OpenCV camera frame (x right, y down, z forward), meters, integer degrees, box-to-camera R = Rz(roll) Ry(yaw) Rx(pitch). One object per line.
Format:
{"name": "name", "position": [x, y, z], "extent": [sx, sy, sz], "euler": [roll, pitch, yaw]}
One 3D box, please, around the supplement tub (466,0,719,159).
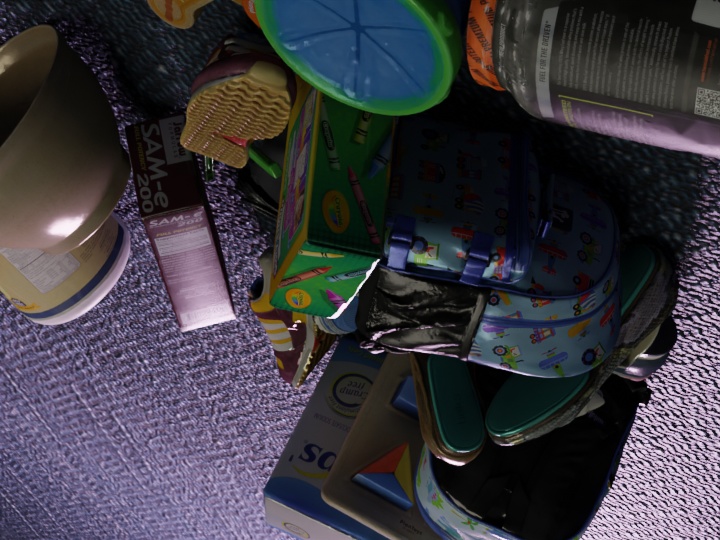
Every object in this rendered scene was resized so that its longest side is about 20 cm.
{"name": "supplement tub", "position": [0.171, -0.139, 0.828], "extent": [0.198, 0.123, 0.123], "euler": [16, 150, 22]}

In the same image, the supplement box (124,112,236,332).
{"name": "supplement box", "position": [-0.167, -0.041, 1.306], "extent": [0.060, 0.110, 0.201], "euler": [-13, 148, -4]}

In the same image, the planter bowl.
{"name": "planter bowl", "position": [-0.292, -0.098, 1.244], "extent": [0.199, 0.202, 0.135], "euler": [-5, 142, 47]}

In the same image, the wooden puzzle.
{"name": "wooden puzzle", "position": [0.081, 0.181, 1.365], "extent": [0.184, 0.201, 0.046], "euler": [29, 149, -2]}

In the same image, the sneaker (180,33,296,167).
{"name": "sneaker", "position": [-0.090, -0.145, 1.048], "extent": [0.074, 0.091, 0.200], "euler": [19, 166, -16]}

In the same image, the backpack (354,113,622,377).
{"name": "backpack", "position": [0.107, -0.016, 1.041], "extent": [0.198, 0.184, 0.135], "euler": [13, 134, 3]}

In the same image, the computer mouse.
{"name": "computer mouse", "position": [-0.050, -0.074, 1.214], "extent": [0.137, 0.053, 0.200], "euler": [27, 152, 4]}

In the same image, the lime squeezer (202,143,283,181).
{"name": "lime squeezer", "position": [-0.117, -0.114, 1.212], "extent": [0.071, 0.038, 0.200], "euler": [46, 165, -18]}

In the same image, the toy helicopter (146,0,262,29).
{"name": "toy helicopter", "position": [-0.109, -0.223, 0.998], "extent": [0.132, 0.079, 0.199], "euler": [41, 153, -21]}

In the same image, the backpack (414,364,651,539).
{"name": "backpack", "position": [0.143, 0.171, 1.280], "extent": [0.181, 0.201, 0.147], "euler": [26, 148, 3]}

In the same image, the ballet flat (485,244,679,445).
{"name": "ballet flat", "position": [0.185, 0.072, 1.108], "extent": [0.072, 0.201, 0.072], "euler": [41, -179, -1]}

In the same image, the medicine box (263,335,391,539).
{"name": "medicine box", "position": [0.021, 0.202, 1.452], "extent": [0.180, 0.201, 0.103], "euler": [22, 152, 11]}

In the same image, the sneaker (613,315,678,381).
{"name": "sneaker", "position": [0.167, 0.043, 1.192], "extent": [0.198, 0.071, 0.082], "euler": [25, 150, 10]}

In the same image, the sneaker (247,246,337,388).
{"name": "sneaker", "position": [-0.072, 0.044, 1.425], "extent": [0.090, 0.075, 0.201], "euler": [32, 147, 10]}

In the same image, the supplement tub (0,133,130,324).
{"name": "supplement tub", "position": [-0.344, -0.056, 1.415], "extent": [0.143, 0.145, 0.200], "euler": [2, 142, 41]}

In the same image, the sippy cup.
{"name": "sippy cup", "position": [0.020, -0.191, 0.870], "extent": [0.139, 0.131, 0.177], "euler": [37, 151, -18]}

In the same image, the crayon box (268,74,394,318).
{"name": "crayon box", "position": [-0.019, -0.081, 1.009], "extent": [0.058, 0.202, 0.119], "euler": [10, 156, -12]}

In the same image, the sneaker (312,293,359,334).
{"name": "sneaker", "position": [0.000, 0.000, 1.203], "extent": [0.088, 0.079, 0.200], "euler": [4, 155, 11]}

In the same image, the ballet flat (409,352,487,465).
{"name": "ballet flat", "position": [0.064, 0.064, 1.151], "extent": [0.067, 0.202, 0.072], "euler": [-4, 163, -17]}
